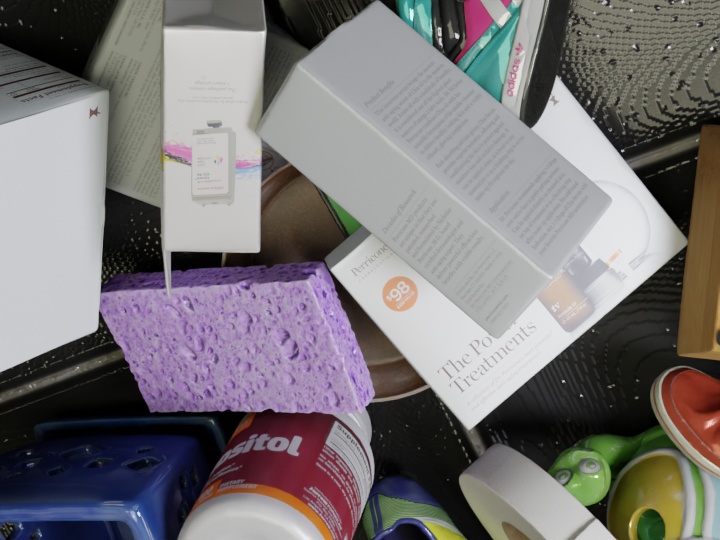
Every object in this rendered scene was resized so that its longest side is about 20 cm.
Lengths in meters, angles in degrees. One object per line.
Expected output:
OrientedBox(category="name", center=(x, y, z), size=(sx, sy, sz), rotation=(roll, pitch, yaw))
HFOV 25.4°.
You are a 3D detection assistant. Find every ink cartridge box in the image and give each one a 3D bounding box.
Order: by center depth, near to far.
OrientedBox(category="ink cartridge box", center=(-0.099, -0.091, 1.062), size=(0.067, 0.117, 0.201), rotation=(1, 123, -6))
OrientedBox(category="ink cartridge box", center=(-0.100, -0.111, 1.145), size=(0.199, 0.057, 0.163), rotation=(19, 119, -20))

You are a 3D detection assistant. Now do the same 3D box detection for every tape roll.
OrientedBox(category="tape roll", center=(0.150, 0.210, 1.150), size=(0.037, 0.203, 0.203), rotation=(-40, 103, -11))

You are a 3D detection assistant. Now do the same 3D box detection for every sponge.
OrientedBox(category="sponge", center=(-0.094, 0.051, 1.154), size=(0.199, 0.030, 0.112), rotation=(-4, 120, 33))

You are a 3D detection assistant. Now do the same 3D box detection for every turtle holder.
OrientedBox(category="turtle holder", center=(0.238, 0.173, 1.140), size=(0.141, 0.132, 0.186), rotation=(-30, 105, 24))

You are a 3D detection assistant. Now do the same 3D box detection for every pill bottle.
OrientedBox(category="pill bottle", center=(-0.054, 0.163, 1.163), size=(0.113, 0.200, 0.113), rotation=(5, 116, 11))

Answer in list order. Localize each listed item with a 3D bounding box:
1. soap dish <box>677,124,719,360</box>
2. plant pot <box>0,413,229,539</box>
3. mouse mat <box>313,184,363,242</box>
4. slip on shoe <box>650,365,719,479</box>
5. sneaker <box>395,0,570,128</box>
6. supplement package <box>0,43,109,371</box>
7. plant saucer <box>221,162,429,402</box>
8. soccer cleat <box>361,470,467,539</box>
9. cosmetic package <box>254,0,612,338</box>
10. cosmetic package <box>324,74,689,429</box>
OrientedBox(category="soap dish", center=(0.315, -0.007, 1.044), size=(0.199, 0.081, 0.158), rotation=(6, 99, 8))
OrientedBox(category="plant pot", center=(-0.185, 0.216, 1.220), size=(0.199, 0.180, 0.201), rotation=(-5, 113, 25))
OrientedBox(category="mouse mat", center=(0.065, -0.049, 1.108), size=(0.161, 0.008, 0.200), rotation=(-30, 104, 0))
OrientedBox(category="slip on shoe", center=(0.289, 0.123, 1.085), size=(0.200, 0.074, 0.061), rotation=(34, 139, 17))
OrientedBox(category="sneaker", center=(0.079, -0.202, 1.033), size=(0.120, 0.084, 0.201), rotation=(16, 98, 21))
OrientedBox(category="supplement package", center=(-0.299, -0.053, 1.111), size=(0.200, 0.147, 0.192), rotation=(24, 121, 30))
OrientedBox(category="plant saucer", center=(0.000, 0.000, 1.158), size=(0.199, 0.035, 0.201), rotation=(1, 114, 3))
OrientedBox(category="soccer cleat", center=(0.074, 0.238, 1.230), size=(0.065, 0.084, 0.200), rotation=(-38, 111, 23))
OrientedBox(category="cosmetic package", center=(0.046, -0.065, 0.995), size=(0.200, 0.101, 0.071), rotation=(41, 134, 4))
OrientedBox(category="cosmetic package", center=(0.099, -0.014, 1.091), size=(0.200, 0.052, 0.151), rotation=(-41, 100, 2))
